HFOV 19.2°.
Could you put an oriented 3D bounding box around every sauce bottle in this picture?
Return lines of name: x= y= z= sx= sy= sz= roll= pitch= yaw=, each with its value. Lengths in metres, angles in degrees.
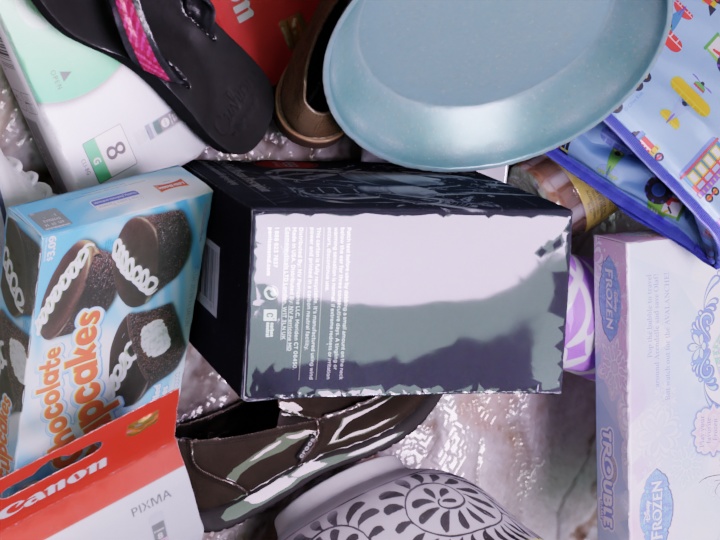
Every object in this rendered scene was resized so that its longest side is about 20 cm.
sauce bottle: x=0.186 y=-0.090 z=1.381 sx=0.199 sy=0.065 sz=0.065 roll=-34 pitch=115 yaw=-20

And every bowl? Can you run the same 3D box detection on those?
bowl: x=0.005 y=0.175 z=1.301 sx=0.199 sy=0.201 sz=0.095 roll=-22 pitch=72 yaw=-22

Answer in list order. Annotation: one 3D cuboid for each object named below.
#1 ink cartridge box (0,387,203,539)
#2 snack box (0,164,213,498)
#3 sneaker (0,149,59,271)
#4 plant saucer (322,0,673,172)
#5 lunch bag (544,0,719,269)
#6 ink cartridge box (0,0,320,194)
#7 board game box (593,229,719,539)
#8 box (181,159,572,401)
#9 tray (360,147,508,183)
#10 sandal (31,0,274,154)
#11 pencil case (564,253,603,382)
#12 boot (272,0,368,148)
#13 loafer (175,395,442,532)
ink cartridge box: x=-0.163 y=0.158 z=1.185 sx=0.162 sy=0.200 sz=0.057 roll=-27 pitch=74 yaw=-20
snack box: x=-0.149 y=0.046 z=1.182 sx=0.116 sy=0.037 sz=0.201 roll=-18 pitch=131 yaw=-40
sneaker: x=-0.196 y=-0.026 z=1.193 sx=0.071 sy=0.073 sz=0.202 roll=-30 pitch=123 yaw=-29
plant saucer: x=0.073 y=-0.134 z=1.175 sx=0.198 sy=0.036 sz=0.201 roll=-10 pitch=143 yaw=-7
lunch bag: x=0.199 y=-0.108 z=1.292 sx=0.200 sy=0.094 sz=0.151 roll=40 pitch=64 yaw=12
ink cartridge box: x=-0.111 y=-0.149 z=1.218 sx=0.199 sy=0.050 sz=0.162 roll=-30 pitch=114 yaw=-17
board game box: x=0.239 y=0.069 z=1.338 sx=0.197 sy=0.043 sz=0.202 roll=-6 pitch=100 yaw=-27
box: x=0.000 y=0.000 z=1.205 sx=0.180 sy=0.200 sz=0.105 roll=1 pitch=100 yaw=-17
tray: x=0.045 y=-0.089 z=1.328 sx=0.107 sy=0.022 sz=0.202 roll=2 pitch=100 yaw=-29
sandal: x=-0.108 y=-0.136 z=1.174 sx=0.200 sy=0.045 sz=0.076 roll=40 pitch=68 yaw=-36
pencil case: x=0.158 y=0.043 z=1.372 sx=0.199 sy=0.084 sz=0.086 roll=19 pitch=126 yaw=-36
boot: x=0.012 y=-0.168 z=1.241 sx=0.073 sy=0.075 sz=0.201 roll=24 pitch=78 yaw=-3
loafer: x=-0.032 y=0.083 z=1.294 sx=0.199 sy=0.073 sz=0.072 roll=-31 pitch=116 yaw=-19
